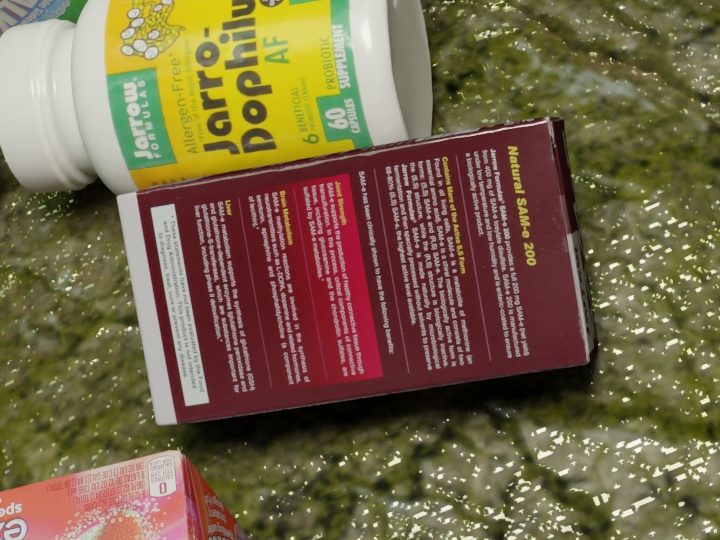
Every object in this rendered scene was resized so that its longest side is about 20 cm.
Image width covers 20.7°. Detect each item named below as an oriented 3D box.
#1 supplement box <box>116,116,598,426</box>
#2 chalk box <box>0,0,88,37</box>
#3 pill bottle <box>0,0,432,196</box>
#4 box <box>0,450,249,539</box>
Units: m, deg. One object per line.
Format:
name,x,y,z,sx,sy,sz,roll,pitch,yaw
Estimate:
supplement box,0.000,0.000,0.885,0.198,0.061,0.110,-8,94,12
chalk box,-0.180,-0.208,1.037,0.124,0.199,0.126,-37,47,34
pill bottle,-0.072,-0.091,0.959,0.198,0.113,0.114,-6,58,13
box,-0.149,0.158,0.841,0.198,0.100,0.096,-14,57,8
